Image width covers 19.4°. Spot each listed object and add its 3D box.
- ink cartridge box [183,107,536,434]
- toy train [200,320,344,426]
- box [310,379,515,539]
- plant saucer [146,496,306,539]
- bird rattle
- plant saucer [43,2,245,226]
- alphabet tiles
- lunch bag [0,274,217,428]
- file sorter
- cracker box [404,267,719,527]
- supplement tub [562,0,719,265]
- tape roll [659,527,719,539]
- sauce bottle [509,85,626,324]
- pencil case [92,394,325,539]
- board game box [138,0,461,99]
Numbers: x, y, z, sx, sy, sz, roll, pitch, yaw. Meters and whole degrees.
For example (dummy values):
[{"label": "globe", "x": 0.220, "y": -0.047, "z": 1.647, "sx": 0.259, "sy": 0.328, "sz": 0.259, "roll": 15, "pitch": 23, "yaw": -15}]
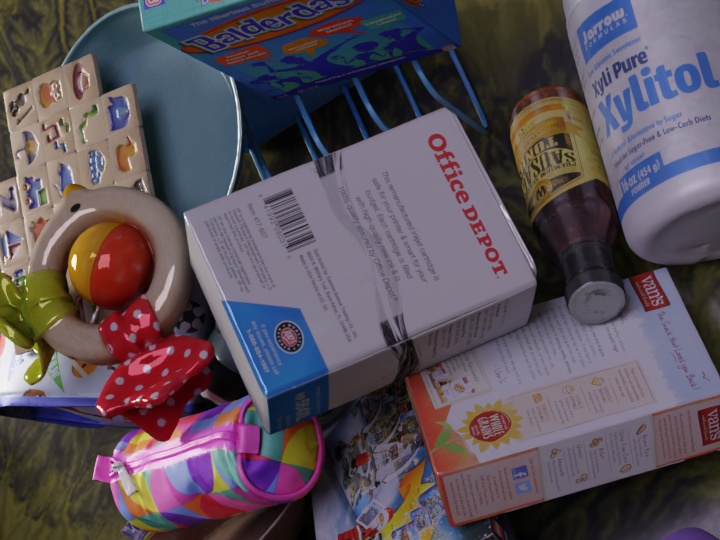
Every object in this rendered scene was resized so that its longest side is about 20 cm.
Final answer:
[{"label": "ink cartridge box", "x": 0.000, "y": 0.000, "z": 1.415, "sx": 0.199, "sy": 0.084, "sz": 0.147, "roll": -21, "pitch": 68, "yaw": -10}, {"label": "toy train", "x": -0.042, "y": 0.025, "z": 1.535, "sx": 0.201, "sy": 0.114, "sz": 0.085, "roll": -59, "pitch": 27, "yaw": 12}, {"label": "box", "x": 0.032, "y": 0.154, "z": 1.486, "sx": 0.136, "sy": 0.038, "sz": 0.201, "roll": -30, "pitch": 37, "yaw": 17}, {"label": "plant saucer", "x": -0.112, "y": 0.212, "z": 1.534, "sx": 0.200, "sy": 0.200, "sz": 0.035, "roll": -35, "pitch": 105, "yaw": 15}, {"label": "bird rattle", "x": -0.182, "y": 0.020, "z": 1.488, "sx": 0.199, "sy": 0.113, "sz": 0.164, "roll": 14, "pitch": 81, "yaw": 34}, {"label": "plant saucer", "x": -0.153, "y": -0.096, "z": 1.554, "sx": 0.199, "sy": 0.036, "sz": 0.202, "roll": 0, "pitch": 89, "yaw": 37}, {"label": "alphabet tiles", "x": -0.218, "y": -0.052, "z": 1.577, "sx": 0.167, "sy": 0.008, "sz": 0.201, "roll": -18, "pitch": 78, "yaw": 36}, {"label": "lunch bag", "x": -0.189, "y": 0.036, "z": 1.640, "sx": 0.199, "sy": 0.124, "sz": 0.171, "roll": 0, "pitch": 75, "yaw": 19}, {"label": "file sorter", "x": -0.022, "y": -0.119, "z": 1.590, "sx": 0.199, "sy": 0.139, "sz": 0.123, "roll": -32, "pitch": 67, "yaw": 16}, {"label": "cracker box", "x": 0.137, "y": 0.084, "z": 1.423, "sx": 0.199, "sy": 0.058, "sz": 0.134, "roll": -16, "pitch": 39, "yaw": 0}, {"label": "supplement tub", "x": 0.224, "y": -0.118, "z": 1.461, "sx": 0.131, "sy": 0.132, "sz": 0.201, "roll": -23, "pitch": 66, "yaw": 20}, {"label": "tape roll", "x": 0.191, "y": 0.265, "z": 1.323, "sx": 0.065, "sy": 0.200, "sz": 0.201, "roll": 29, "pitch": 89, "yaw": 31}, {"label": "sauce bottle", "x": 0.149, "y": -0.047, "z": 1.479, "sx": 0.066, "sy": 0.066, "sz": 0.201, "roll": -30, "pitch": 39, "yaw": 17}, {"label": "pencil case", "x": -0.109, "y": 0.141, "z": 1.516, "sx": 0.200, "sy": 0.088, "sz": 0.089, "roll": -22, "pitch": 63, "yaw": 50}, {"label": "board game box", "x": -0.038, "y": -0.175, "z": 1.422, "sx": 0.151, "sy": 0.200, "sz": 0.045, "roll": -14, "pitch": 75, "yaw": 22}]
